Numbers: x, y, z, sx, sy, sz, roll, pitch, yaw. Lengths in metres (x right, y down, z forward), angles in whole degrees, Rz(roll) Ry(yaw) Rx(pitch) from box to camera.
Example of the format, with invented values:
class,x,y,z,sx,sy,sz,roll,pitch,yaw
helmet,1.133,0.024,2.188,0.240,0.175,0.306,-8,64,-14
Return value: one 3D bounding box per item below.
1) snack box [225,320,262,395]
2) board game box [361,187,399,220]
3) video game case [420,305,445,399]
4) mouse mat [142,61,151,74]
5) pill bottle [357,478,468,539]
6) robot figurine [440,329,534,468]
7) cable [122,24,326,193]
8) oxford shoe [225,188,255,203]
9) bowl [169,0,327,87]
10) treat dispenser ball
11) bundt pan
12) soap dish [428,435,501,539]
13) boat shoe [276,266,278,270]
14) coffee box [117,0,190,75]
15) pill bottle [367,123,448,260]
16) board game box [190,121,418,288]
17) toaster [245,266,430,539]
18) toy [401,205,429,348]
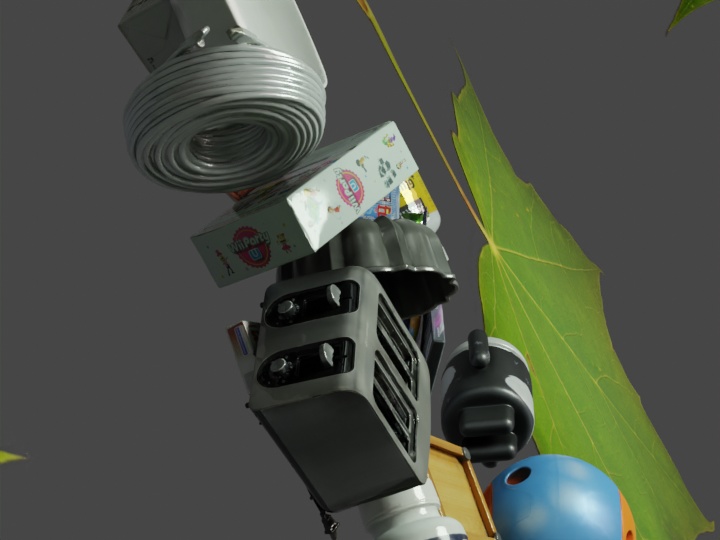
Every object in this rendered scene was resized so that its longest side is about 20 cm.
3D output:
class,x,y,z,sx,sy,sz,roll,pitch,yaw
snack box,-0.078,0.093,1.635,0.072,0.024,0.200,69,17,12
board game box,0.008,-0.014,1.864,0.200,0.062,0.200,-87,-177,-71
video game case,0.079,0.080,1.990,0.200,0.019,0.143,-90,-170,-53
mouse mat,-0.185,-0.192,1.778,0.200,0.008,0.161,60,17,-14
pill bottle,0.066,0.315,1.584,0.111,0.111,0.200,29,37,-63
robot figurine,0.165,0.172,2.095,0.125,0.150,0.200,29,27,-13
cable,-0.128,-0.144,1.535,0.200,0.200,0.069,14,54,-44
oxford shoe,-0.123,-0.096,1.731,0.200,0.071,0.074,48,-20,-27
bowl,-0.128,-0.263,1.643,0.200,0.075,0.200,66,21,5
treat dispenser ball,0.235,0.325,1.931,0.201,0.201,0.201,55,18,-28
bundt pan,0.000,0.000,1.685,0.202,0.202,0.076,29,48,-63
soap dish,0.077,0.258,1.761,0.200,0.081,0.158,29,38,-61
boat shoe,-0.050,-0.029,1.836,0.070,0.066,0.200,58,17,-16
coffee box,-0.186,-0.275,1.746,0.114,0.080,0.200,57,19,-23
pill bottle,0.038,-0.086,2.111,0.200,0.112,0.112,63,16,0
board game box,-0.056,-0.070,1.615,0.200,0.147,0.064,-40,105,-46
toaster,-0.015,0.123,1.552,0.181,0.118,0.200,-84,150,-49
toy,0.054,0.024,1.987,0.115,0.047,0.200,128,-30,-81
